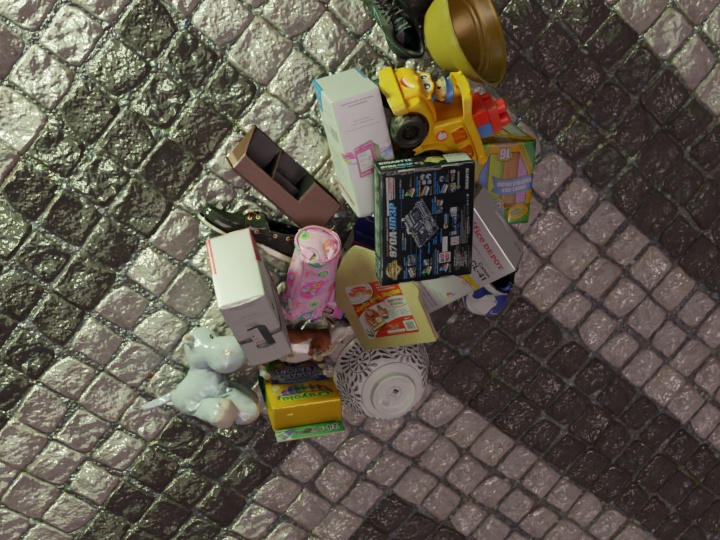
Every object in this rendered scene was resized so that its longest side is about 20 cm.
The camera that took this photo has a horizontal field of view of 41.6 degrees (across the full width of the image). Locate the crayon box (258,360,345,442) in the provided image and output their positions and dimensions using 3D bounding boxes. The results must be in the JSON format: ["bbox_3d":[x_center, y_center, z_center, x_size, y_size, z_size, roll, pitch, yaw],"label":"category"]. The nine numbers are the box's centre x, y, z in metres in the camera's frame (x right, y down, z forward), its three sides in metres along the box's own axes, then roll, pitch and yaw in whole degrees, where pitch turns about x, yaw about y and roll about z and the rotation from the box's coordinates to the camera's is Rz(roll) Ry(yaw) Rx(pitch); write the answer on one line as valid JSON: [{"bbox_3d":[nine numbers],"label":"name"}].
[{"bbox_3d":[-0.109,0.226,1.721,0.124,0.200,0.052,-6,116,-14],"label":"crayon box"}]

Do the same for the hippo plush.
[{"bbox_3d":[-0.265,0.183,1.722,0.198,0.159,0.163,9,96,24],"label":"hippo plush"}]

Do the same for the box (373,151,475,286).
[{"bbox_3d":[0.102,-0.081,1.516,0.157,0.046,0.202,-8,118,-11],"label":"box"}]

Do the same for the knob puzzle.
[{"bbox_3d":[0.035,0.042,1.689,0.030,0.218,0.222,-40,129,-44],"label":"knob puzzle"}]

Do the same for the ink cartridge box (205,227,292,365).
[{"bbox_3d":[-0.188,0.048,1.612,0.084,0.147,0.201,-16,146,-1],"label":"ink cartridge box"}]

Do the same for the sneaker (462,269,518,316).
[{"bbox_3d":[0.243,0.029,1.759,0.199,0.114,0.081,46,62,-48],"label":"sneaker"}]

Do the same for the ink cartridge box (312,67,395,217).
[{"bbox_3d":[-0.004,-0.208,1.536,0.084,0.145,0.202,-17,117,-8],"label":"ink cartridge box"}]

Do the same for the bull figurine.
[{"bbox_3d":[-0.104,0.142,1.743,0.197,0.122,0.066,-6,118,-6],"label":"bull figurine"}]

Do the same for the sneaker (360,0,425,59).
[{"bbox_3d":[0.051,-0.432,1.546,0.075,0.079,0.201,-36,117,3],"label":"sneaker"}]

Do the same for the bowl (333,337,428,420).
[{"bbox_3d":[0.053,0.219,1.836,0.198,0.094,0.203,-6,115,-13],"label":"bowl"}]

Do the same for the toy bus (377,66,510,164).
[{"bbox_3d":[0.138,-0.251,1.526,0.190,0.137,0.201,-22,136,9],"label":"toy bus"}]

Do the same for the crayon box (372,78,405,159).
[{"bbox_3d":[0.029,-0.226,1.648,0.124,0.052,0.202,-16,117,-8],"label":"crayon box"}]

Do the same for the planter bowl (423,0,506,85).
[{"bbox_3d":[0.160,-0.391,1.568,0.083,0.201,0.201,-15,125,33],"label":"planter bowl"}]

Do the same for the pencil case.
[{"bbox_3d":[-0.089,0.010,1.656,0.086,0.088,0.201,-1,145,-16],"label":"pencil case"}]

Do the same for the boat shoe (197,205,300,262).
[{"bbox_3d":[-0.185,-0.076,1.643,0.200,0.074,0.064,21,108,-29],"label":"boat shoe"}]

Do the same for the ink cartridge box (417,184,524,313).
[{"bbox_3d":[0.159,-0.034,1.641,0.199,0.086,0.148,-28,105,32],"label":"ink cartridge box"}]

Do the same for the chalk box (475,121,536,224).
[{"bbox_3d":[0.231,-0.152,1.702,0.122,0.125,0.202,-6,116,-14],"label":"chalk box"}]

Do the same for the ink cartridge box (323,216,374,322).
[{"bbox_3d":[0.000,0.000,1.755,0.094,0.037,0.202,20,105,-23],"label":"ink cartridge box"}]

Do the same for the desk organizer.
[{"bbox_3d":[-0.131,-0.151,1.625,0.077,0.072,0.200,-47,118,5],"label":"desk organizer"}]
